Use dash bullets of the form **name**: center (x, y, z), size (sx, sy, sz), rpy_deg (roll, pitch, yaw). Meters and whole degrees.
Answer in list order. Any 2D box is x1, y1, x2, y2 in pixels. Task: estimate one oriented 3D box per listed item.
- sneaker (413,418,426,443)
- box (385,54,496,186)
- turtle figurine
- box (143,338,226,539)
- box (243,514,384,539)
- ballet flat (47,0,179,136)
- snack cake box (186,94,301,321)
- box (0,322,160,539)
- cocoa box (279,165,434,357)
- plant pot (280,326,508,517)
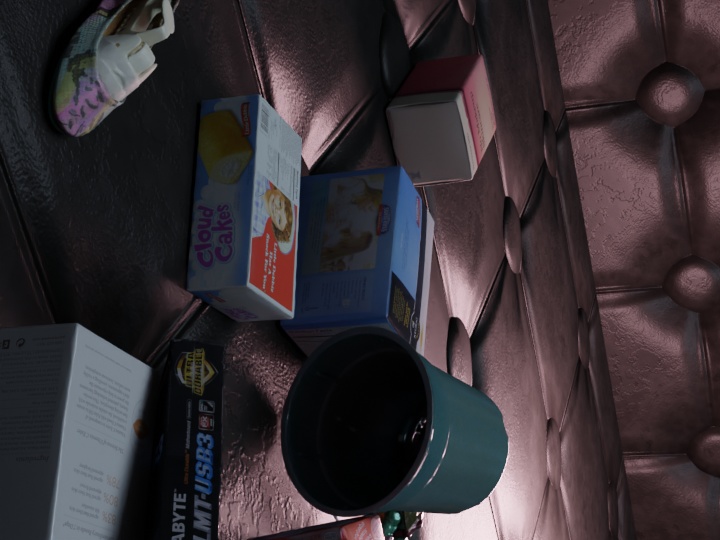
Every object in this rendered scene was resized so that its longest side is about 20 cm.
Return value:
- **sneaker**: center (0.067, 0.229, 1.686), size (0.200, 0.104, 0.060), rpy_deg (53, 37, -56)
- **box**: center (0.123, -0.223, 1.946), size (0.200, 0.109, 0.128), rpy_deg (-62, 142, -58)
- **turtle figurine**: center (0.027, 0.295, 1.584), size (0.150, 0.101, 0.200), rpy_deg (-70, 154, -50)
- **box**: center (-0.145, 0.187, 1.006), size (0.200, 0.050, 0.199), rpy_deg (116, -23, -51)
- **box**: center (-0.080, 0.274, 1.115), size (0.100, 0.200, 0.096), rpy_deg (12, 64, -70)
- **ballet flat**: center (-0.197, -0.189, 1.102), size (0.200, 0.071, 0.069), rpy_deg (-74, 152, -44)
- **snack cake box**: center (-0.112, -0.060, 1.313), size (0.115, 0.067, 0.200), rpy_deg (44, 45, -64)
- **box**: center (-0.218, 0.152, 0.920), size (0.124, 0.097, 0.200), rpy_deg (47, 42, -61)
- **cocoa box**: center (0.000, 0.000, 1.512), size (0.131, 0.133, 0.200), rpy_deg (54, 36, -54)
- **plant pot**: center (0.050, 0.181, 1.441), size (0.196, 0.200, 0.201), rpy_deg (24, 61, -49)
